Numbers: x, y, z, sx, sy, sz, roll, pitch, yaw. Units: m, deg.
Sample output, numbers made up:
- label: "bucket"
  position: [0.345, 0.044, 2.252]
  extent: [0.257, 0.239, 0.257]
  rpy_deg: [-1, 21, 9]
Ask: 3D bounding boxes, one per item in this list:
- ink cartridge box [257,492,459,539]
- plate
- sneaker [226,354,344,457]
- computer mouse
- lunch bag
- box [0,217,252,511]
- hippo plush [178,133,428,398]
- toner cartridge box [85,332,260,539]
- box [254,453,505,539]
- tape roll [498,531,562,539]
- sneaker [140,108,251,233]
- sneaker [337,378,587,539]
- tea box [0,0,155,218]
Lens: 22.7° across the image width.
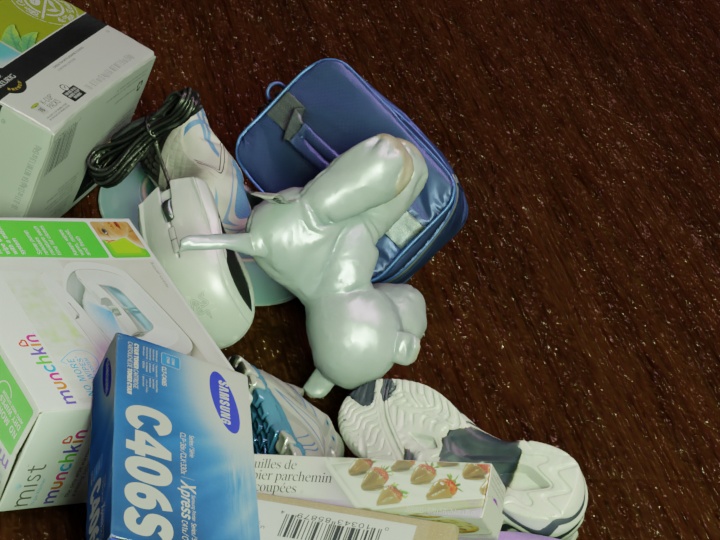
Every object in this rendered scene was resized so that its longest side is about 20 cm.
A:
- label: "ink cartridge box"
  position: [-0.050, 0.213, 1.079]
  extent: [0.198, 0.076, 0.165]
  rpy_deg: [7, 29, 9]
- label: "plate"
  position: [-0.128, -0.042, 1.541]
  extent: [0.199, 0.026, 0.201]
  rpy_deg: [20, 29, -12]
- label: "sneaker"
  position: [-0.042, 0.137, 1.283]
  extent: [0.086, 0.075, 0.201]
  rpy_deg: [15, 31, -31]
- label: "computer mouse"
  position: [-0.141, -0.035, 1.401]
  extent: [0.201, 0.109, 0.044]
  rpy_deg: [66, 14, 13]
- label: "lunch bag"
  position: [-0.010, -0.085, 1.525]
  extent: [0.200, 0.136, 0.132]
  rpy_deg: [44, 0, 10]
- label: "box"
  position: [-0.206, 0.060, 1.244]
  extent: [0.175, 0.097, 0.200]
  rpy_deg: [1, 39, -42]
- label: "hippo plush"
  position: [0.000, 0.000, 1.361]
  extent: [0.162, 0.159, 0.200]
  rpy_deg: [61, 22, 4]
- label: "toner cartridge box"
  position: [-0.113, 0.122, 1.077]
  extent: [0.094, 0.043, 0.201]
  rpy_deg: [21, 27, -19]
- label: "box"
  position: [-0.005, 0.146, 1.162]
  extent: [0.198, 0.042, 0.039]
  rpy_deg: [0, 58, 21]
- label: "tape roll"
  position: [0.116, 0.257, 1.180]
  extent: [0.198, 0.066, 0.201]
  rpy_deg: [10, 27, -5]
- label: "sneaker"
  position: [-0.136, -0.082, 1.514]
  extent: [0.072, 0.072, 0.201]
  rpy_deg: [34, 19, -35]
- label: "sneaker"
  position: [0.079, 0.159, 1.333]
  extent: [0.198, 0.130, 0.080]
  rpy_deg: [14, 61, 21]
- label: "tea box"
  position: [-0.303, -0.138, 1.436]
  extent: [0.196, 0.134, 0.200]
  rpy_deg: [28, 29, 4]
